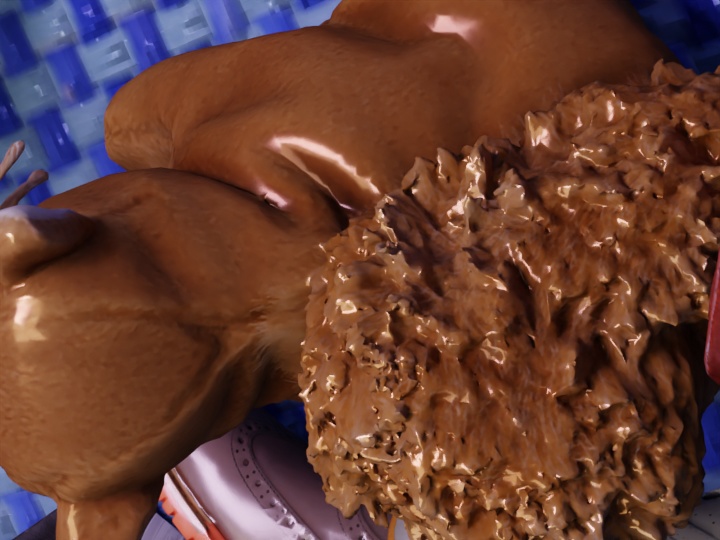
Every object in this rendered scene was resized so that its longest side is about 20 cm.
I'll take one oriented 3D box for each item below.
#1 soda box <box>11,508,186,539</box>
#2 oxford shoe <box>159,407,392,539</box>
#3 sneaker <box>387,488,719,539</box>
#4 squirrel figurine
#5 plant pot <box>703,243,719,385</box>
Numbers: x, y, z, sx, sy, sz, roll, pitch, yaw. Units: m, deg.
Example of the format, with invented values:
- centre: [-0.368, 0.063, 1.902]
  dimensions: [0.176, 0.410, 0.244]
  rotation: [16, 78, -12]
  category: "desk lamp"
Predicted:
- centre: [-0.030, 0.153, 0.865]
  dimensions: [0.200, 0.071, 0.063]
  rotation: [37, 126, 15]
  category: "soda box"
- centre: [0.019, 0.081, 0.817]
  dimensions: [0.200, 0.071, 0.073]
  rotation: [39, 107, 7]
  category: "oxford shoe"
- centre: [0.108, 0.075, 0.735]
  dimensions: [0.199, 0.076, 0.092]
  rotation: [16, 88, 8]
  category: "sneaker"
- centre: [0.000, 0.000, 0.684]
  dimensions: [0.200, 0.186, 0.142]
  rotation: [22, 124, 46]
  category: "squirrel figurine"
- centre: [0.168, -0.045, 0.548]
  dimensions: [0.176, 0.200, 0.201]
  rotation: [11, 116, 12]
  category: "plant pot"
